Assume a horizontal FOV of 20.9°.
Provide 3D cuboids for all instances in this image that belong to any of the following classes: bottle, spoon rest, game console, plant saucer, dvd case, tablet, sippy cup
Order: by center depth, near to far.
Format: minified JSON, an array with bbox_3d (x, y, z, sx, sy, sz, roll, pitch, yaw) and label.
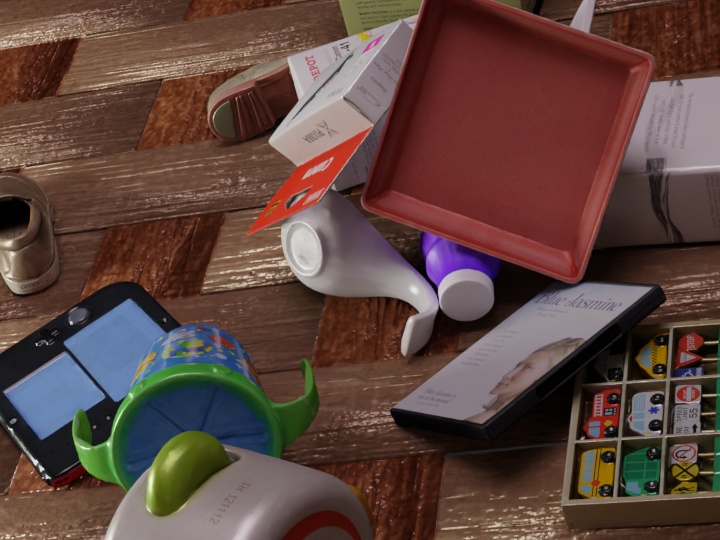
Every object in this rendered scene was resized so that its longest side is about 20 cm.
[{"bbox_3d":[0.133,0.068,1.558,0.200,0.018,0.142,-36,18,-24],"label":"dvd case"},{"bbox_3d":[-0.132,0.112,1.566,0.177,0.140,0.130,20,21,-14],"label":"sippy cup"},{"bbox_3d":[0.122,-0.115,1.620,0.198,0.201,0.037,20,14,8],"label":"plant saucer"},{"bbox_3d":[0.000,0.000,1.698,0.060,0.100,0.200,-15,43,-39],"label":"spoon rest"},{"bbox_3d":[0.087,-0.040,1.704,0.065,0.084,0.201,18,37,-16],"label":"bottle"},{"bbox_3d":[-0.234,0.093,1.708,0.176,0.031,0.200,-30,37,-17],"label":"game console"},{"bbox_3d":[0.161,-0.139,1.721,0.014,0.201,0.130,21,35,-2],"label":"tablet"}]

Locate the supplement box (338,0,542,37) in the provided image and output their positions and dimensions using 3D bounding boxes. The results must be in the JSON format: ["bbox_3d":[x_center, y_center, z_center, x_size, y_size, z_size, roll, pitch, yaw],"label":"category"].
[{"bbox_3d":[0.075,-0.349,2.021,0.199,0.201,0.135,-3,38,19],"label":"supplement box"}]

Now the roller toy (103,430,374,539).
[{"bbox_3d":[-0.078,0.220,1.347,0.139,0.200,0.184,11,79,34],"label":"roller toy"}]

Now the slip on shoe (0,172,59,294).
[{"bbox_3d":[-0.343,-0.053,1.922,0.076,0.061,0.200,-20,36,-3],"label":"slip on shoe"}]

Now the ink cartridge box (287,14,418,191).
[{"bbox_3d":[0.043,-0.174,1.901,0.199,0.086,0.148,-18,36,-3],"label":"ink cartridge box"}]

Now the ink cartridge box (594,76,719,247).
[{"bbox_3d":[0.264,-0.096,1.705,0.199,0.085,0.146,-5,37,20],"label":"ink cartridge box"}]

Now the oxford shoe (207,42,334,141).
[{"bbox_3d":[-0.066,-0.199,1.995,0.199,0.071,0.074,-18,32,-1],"label":"oxford shoe"}]

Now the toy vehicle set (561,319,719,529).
[{"bbox_3d":[0.224,0.115,1.490,0.123,0.027,0.201,-6,37,16],"label":"toy vehicle set"}]

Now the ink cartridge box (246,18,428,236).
[{"bbox_3d":[-0.034,-0.122,1.707,0.174,0.044,0.200,-53,12,-19],"label":"ink cartridge box"}]
